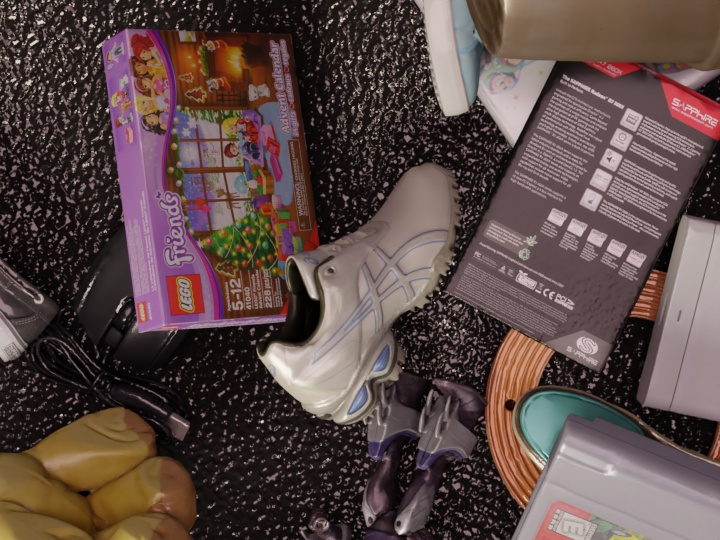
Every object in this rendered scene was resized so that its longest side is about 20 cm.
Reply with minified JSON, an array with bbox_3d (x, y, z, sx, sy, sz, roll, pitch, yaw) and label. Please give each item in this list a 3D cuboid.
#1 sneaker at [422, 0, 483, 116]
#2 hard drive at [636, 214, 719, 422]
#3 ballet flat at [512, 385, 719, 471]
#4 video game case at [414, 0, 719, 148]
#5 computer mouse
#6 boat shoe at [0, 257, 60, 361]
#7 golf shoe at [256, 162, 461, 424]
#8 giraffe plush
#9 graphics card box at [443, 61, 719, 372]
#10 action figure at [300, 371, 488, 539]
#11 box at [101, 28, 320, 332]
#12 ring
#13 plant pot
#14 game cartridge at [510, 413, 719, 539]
[{"bbox_3d":[0.085,-0.207,1.221,0.081,0.074,0.202,0,90,8],"label":"sneaker"},{"bbox_3d":[0.301,0.048,1.223,0.198,0.027,0.133,12,99,-6],"label":"hard drive"},{"bbox_3d":[0.193,0.140,1.217,0.199,0.069,0.070,26,91,8],"label":"ballet flat"},{"bbox_3d":[0.149,-0.188,1.263,0.181,0.024,0.201,-34,87,3],"label":"video game case"},{"bbox_3d":[-0.143,0.012,1.266,0.138,0.053,0.201,31,91,5],"label":"computer mouse"},{"bbox_3d":[-0.286,-0.030,1.267,0.066,0.070,0.200,-38,78,-9],"label":"boat shoe"},{"bbox_3d":[0.000,0.000,1.212,0.097,0.078,0.201,34,67,-25],"label":"golf shoe"},{"bbox_3d":[-0.216,0.207,1.224,0.198,0.173,0.163,4,125,-9],"label":"giraffe plush"},{"bbox_3d":[0.154,-0.046,1.226,0.125,0.051,0.202,26,91,1],"label":"graphics card box"},{"bbox_3d":[0.021,0.171,1.235,0.129,0.069,0.202,8,78,35],"label":"action figure"},{"bbox_3d":[-0.098,-0.063,1.225,0.136,0.039,0.202,-4,83,-37],"label":"box"},{"bbox_3d":[0.187,0.098,1.259,0.198,0.019,0.203,0,89,3],"label":"ring"},{"bbox_3d":[0.155,-0.214,1.139,0.172,0.200,0.202,-13,88,-7],"label":"plant pot"},{"bbox_3d":[0.167,0.195,1.196,0.132,0.041,0.201,19,127,1],"label":"game cartridge"}]
